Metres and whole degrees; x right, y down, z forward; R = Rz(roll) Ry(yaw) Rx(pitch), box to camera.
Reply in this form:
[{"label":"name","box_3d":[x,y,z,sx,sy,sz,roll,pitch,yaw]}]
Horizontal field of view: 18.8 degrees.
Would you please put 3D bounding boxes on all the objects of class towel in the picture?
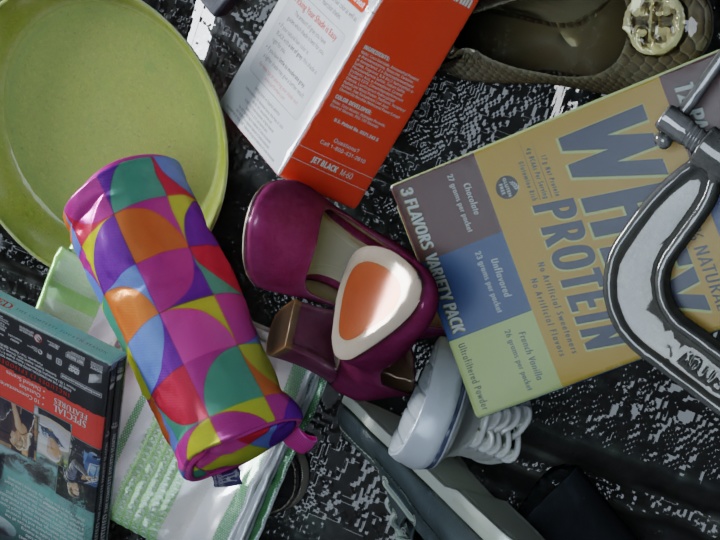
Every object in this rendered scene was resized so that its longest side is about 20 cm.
[{"label":"towel","box_3d":[-0.132,0.083,1.348,0.199,0.031,0.150,23,86,20]}]

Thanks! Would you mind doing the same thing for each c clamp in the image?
[{"label":"c clamp","box_3d":[0.211,-0.002,1.080,0.200,0.027,0.171,43,106,7]}]

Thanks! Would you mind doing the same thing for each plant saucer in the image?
[{"label":"plant saucer","box_3d":[-0.164,-0.089,1.377,0.199,0.031,0.201,10,114,24]}]

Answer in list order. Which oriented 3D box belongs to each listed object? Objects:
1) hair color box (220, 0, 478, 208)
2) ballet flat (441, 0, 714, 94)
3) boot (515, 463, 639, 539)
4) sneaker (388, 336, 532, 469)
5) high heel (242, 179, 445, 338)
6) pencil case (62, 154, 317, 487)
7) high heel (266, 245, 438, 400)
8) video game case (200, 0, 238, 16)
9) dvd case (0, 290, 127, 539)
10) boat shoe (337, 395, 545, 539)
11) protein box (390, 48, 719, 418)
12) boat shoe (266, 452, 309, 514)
[{"label":"hair color box","box_3d":[0.005,-0.152,1.297,0.201,0.064,0.111,-60,33,14]},{"label":"ballet flat","box_3d":[0.114,-0.138,1.258,0.199,0.046,0.068,4,86,44]},{"label":"boot","box_3d":[0.170,0.180,1.285,0.200,0.076,0.168,-41,85,22]},{"label":"sneaker","box_3d":[0.065,0.079,1.252,0.070,0.200,0.073,26,101,4]},{"label":"high heel","box_3d":[0.000,0.000,1.267,0.095,0.200,0.068,15,77,21]},{"label":"pencil case","box_3d":[-0.105,0.030,1.295,0.088,0.088,0.201,-32,73,17]},{"label":"high heel","box_3d":[0.024,0.034,1.199,0.096,0.200,0.068,18,79,-19]},{"label":"video game case","box_3d":[-0.107,-0.280,1.355,0.200,0.019,0.143,50,121,10]},{"label":"dvd case","box_3d":[-0.214,0.108,1.345,0.145,0.022,0.201,24,123,22]},{"label":"boat shoe","box_3d":[0.036,0.138,1.290,0.200,0.073,0.062,40,103,48]},{"label":"protein box","box_3d":[0.153,-0.025,1.213,0.199,0.198,0.136,-22,88,17]},{"label":"boat shoe","box_3d":[-0.135,0.121,1.387,0.199,0.063,0.073,5,95,18]}]
